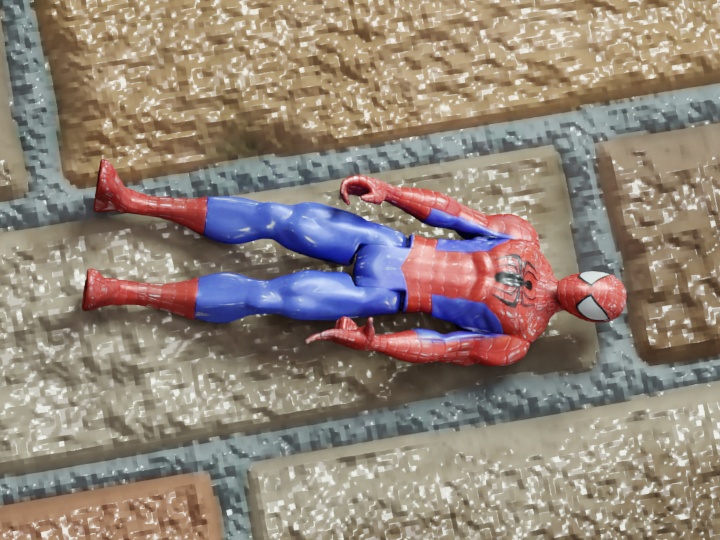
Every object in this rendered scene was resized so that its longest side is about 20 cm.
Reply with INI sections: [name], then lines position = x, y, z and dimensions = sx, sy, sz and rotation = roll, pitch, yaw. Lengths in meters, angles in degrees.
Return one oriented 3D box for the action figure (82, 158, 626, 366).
[action figure]
position = 0.000, 0.000, 0.942
dimensions = 0.199, 0.052, 0.066
rotation = 7, 75, -7
